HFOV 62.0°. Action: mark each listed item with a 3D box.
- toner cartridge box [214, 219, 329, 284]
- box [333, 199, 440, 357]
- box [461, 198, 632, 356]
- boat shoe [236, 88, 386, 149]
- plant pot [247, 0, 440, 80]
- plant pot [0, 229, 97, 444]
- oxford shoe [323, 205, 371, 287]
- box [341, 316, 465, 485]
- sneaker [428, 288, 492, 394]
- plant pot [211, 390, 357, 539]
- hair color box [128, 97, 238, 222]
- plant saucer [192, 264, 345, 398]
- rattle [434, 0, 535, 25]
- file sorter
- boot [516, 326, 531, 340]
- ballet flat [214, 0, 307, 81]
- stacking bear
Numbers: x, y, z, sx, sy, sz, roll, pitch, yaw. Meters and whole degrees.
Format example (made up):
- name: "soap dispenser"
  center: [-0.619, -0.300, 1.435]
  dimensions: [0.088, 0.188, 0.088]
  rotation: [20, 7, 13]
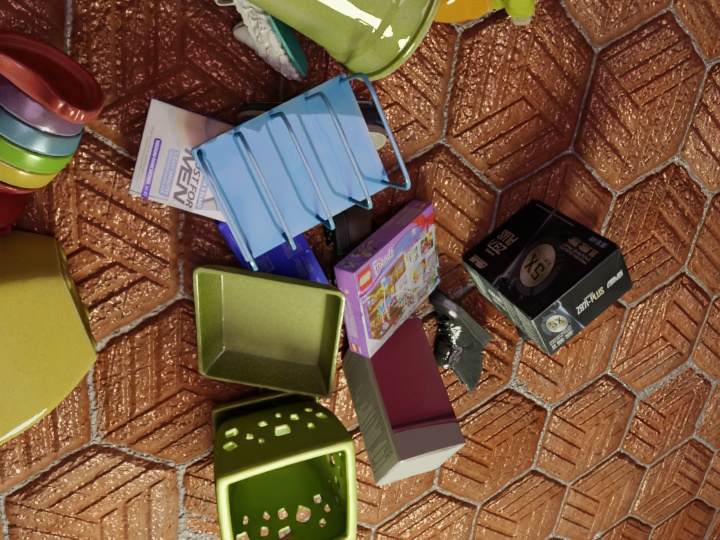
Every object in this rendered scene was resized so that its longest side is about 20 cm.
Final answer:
- name: "toner cartridge box"
  center: [-0.113, -0.013, 0.832]
  dimensions: [0.094, 0.043, 0.203]
  rotation: [-30, 122, -6]
- name: "box"
  center: [0.046, 0.007, 0.856]
  dimensions: [0.199, 0.038, 0.140]
  rotation: [-41, 132, -40]
- name: "box"
  center: [0.279, 0.002, 0.920]
  dimensions: [0.163, 0.200, 0.087]
  rotation: [-38, 124, -1]
- name: "boat shoe"
  center: [-0.062, -0.197, 0.771]
  dimensions: [0.195, 0.073, 0.064]
  rotation: [2, 71, -18]
- name: "plant pot"
  center: [-0.039, -0.321, 0.603]
  dimensions: [0.181, 0.200, 0.205]
  rotation: [7, 112, -38]
- name: "plant pot"
  center: [-0.408, 0.064, 0.657]
  dimensions: [0.196, 0.195, 0.199]
  rotation: [-21, 121, -20]
- name: "oxford shoe"
  center: [0.000, 0.000, 0.873]
  dimensions: [0.083, 0.073, 0.205]
  rotation: [-15, 120, -21]
- name: "box"
  center: [0.057, 0.193, 0.896]
  dimensions: [0.106, 0.204, 0.129]
  rotation: [-8, 151, -21]
- name: "sneaker"
  center: [0.155, 0.120, 1.006]
  dimensions: [0.199, 0.060, 0.105]
  rotation: [38, 91, -36]
- name: "plant pot"
  center: [-0.124, 0.295, 0.894]
  dimensions: [0.194, 0.182, 0.205]
  rotation: [-10, 118, -18]
- name: "hair color box"
  center: [-0.163, -0.118, 0.717]
  dimensions: [0.195, 0.065, 0.112]
  rotation: [15, 98, -19]
- name: "plant saucer"
  center: [-0.123, 0.076, 0.819]
  dimensions: [0.194, 0.048, 0.203]
  rotation: [9, 128, 0]
- name: "rattle"
  center: [0.175, -0.426, 0.770]
  dimensions: [0.129, 0.140, 0.206]
  rotation: [-13, 107, -54]
- name: "file sorter"
  center: [-0.064, -0.109, 0.648]
  dimensions: [0.197, 0.123, 0.141]
  rotation: [-28, 107, -7]
- name: "boot"
  center: [0.341, 0.028, 1.048]
  dimensions: [0.200, 0.072, 0.145]
  rotation: [-48, 165, -25]
- name: "ballet flat"
  center: [-0.129, -0.305, 0.681]
  dimensions: [0.071, 0.072, 0.202]
  rotation: [-32, 121, -6]
- name: "stacking bear"
  center: [-0.364, -0.129, 0.627]
  dimensions: [0.120, 0.114, 0.201]
  rotation: [35, 109, -15]
